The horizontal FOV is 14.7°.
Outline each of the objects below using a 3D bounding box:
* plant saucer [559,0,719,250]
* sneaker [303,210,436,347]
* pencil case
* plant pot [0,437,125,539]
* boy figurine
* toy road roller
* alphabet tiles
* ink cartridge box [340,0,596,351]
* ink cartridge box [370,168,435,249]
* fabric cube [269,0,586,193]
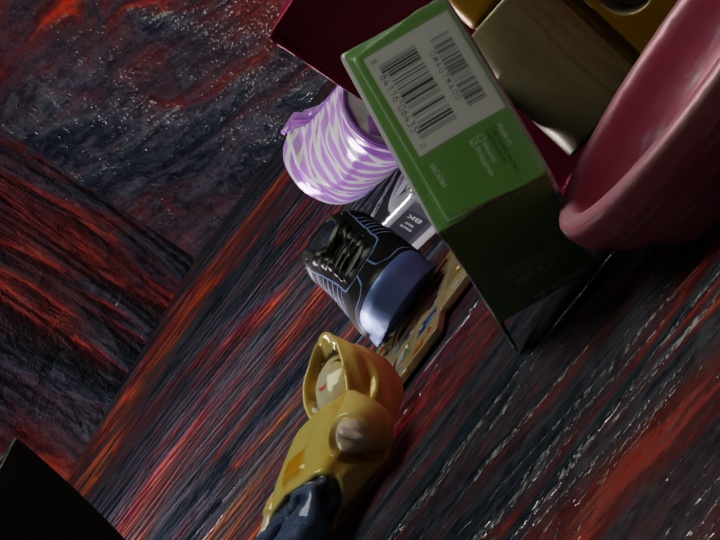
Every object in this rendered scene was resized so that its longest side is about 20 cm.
[{"bbox_3d":[0.162,-0.086,1.217,0.201,0.051,0.201,-54,6,9],"label":"plant saucer"},{"bbox_3d":[0.000,0.000,1.857,0.070,0.078,0.200,-55,2,-1],"label":"sneaker"},{"bbox_3d":[-0.001,-0.106,2.047,0.084,0.085,0.200,-61,6,-19],"label":"pencil case"},{"bbox_3d":[-0.203,0.250,1.710,0.200,0.177,0.200,-56,5,8],"label":"plant pot"},{"bbox_3d":[-0.024,0.111,1.584,0.124,0.064,0.200,-53,9,50],"label":"boy figurine"},{"bbox_3d":[0.153,-0.162,1.396,0.200,0.123,0.146,-48,-3,26],"label":"toy road roller"},{"bbox_3d":[0.020,0.059,1.775,0.200,0.006,0.166,-54,5,19],"label":"alphabet tiles"},{"bbox_3d":[0.060,-0.042,1.348,0.059,0.104,0.200,-30,-22,3],"label":"ink cartridge box"},{"bbox_3d":[0.062,-0.089,2.063,0.198,0.043,0.200,-59,6,-27],"label":"ink cartridge box"},{"bbox_3d":[0.088,-0.184,1.624,0.196,0.200,0.199,-53,9,19],"label":"fabric cube"}]
